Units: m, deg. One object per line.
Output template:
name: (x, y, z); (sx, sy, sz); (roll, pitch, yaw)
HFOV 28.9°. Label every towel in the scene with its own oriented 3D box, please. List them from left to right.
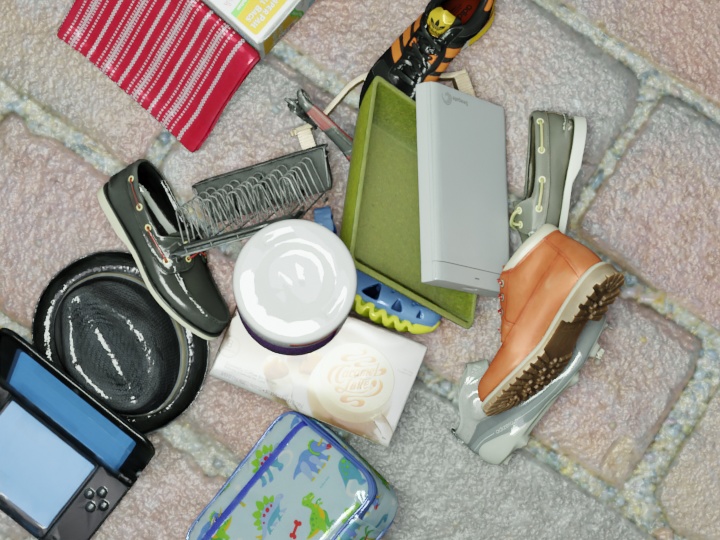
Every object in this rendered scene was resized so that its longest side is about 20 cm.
towel: (-0.211, -0.233, 1.446); (0.200, 0.022, 0.145); (41, 121, 0)

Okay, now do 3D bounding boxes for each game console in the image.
game console: (-0.331, 0.181, 1.435); (0.200, 0.116, 0.176); (39, 90, 0)

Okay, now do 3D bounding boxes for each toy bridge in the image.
toy bridge: (0.019, -0.177, 1.479); (0.199, 0.027, 0.068); (-19, 88, 0)

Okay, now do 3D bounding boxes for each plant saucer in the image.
plant saucer: (0.048, -0.061, 1.405); (0.048, 0.200, 0.201); (-10, 63, 40)

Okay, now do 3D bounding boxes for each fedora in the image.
fedora: (-0.254, 0.077, 1.446); (0.199, 0.092, 0.202); (0, 90, -1)

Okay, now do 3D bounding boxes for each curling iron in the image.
curling iron: (-0.001, -0.122, 1.450); (0.200, 0.050, 0.026); (39, 101, -20)

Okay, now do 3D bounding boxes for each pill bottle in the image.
pill bottle: (-0.063, 0.022, 1.315); (0.111, 0.200, 0.112); (1, 82, -4)

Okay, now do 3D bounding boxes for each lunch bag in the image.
lunch bag: (-0.075, 0.257, 1.429); (0.200, 0.082, 0.161); (-49, 54, 0)

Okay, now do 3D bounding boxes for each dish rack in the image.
dish rack: (-0.112, -0.065, 1.387); (0.153, 0.200, 0.055); (-17, 102, 15)

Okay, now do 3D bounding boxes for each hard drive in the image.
hard drive: (0.106, -0.080, 1.421); (0.027, 0.132, 0.201); (-10, 76, 39)

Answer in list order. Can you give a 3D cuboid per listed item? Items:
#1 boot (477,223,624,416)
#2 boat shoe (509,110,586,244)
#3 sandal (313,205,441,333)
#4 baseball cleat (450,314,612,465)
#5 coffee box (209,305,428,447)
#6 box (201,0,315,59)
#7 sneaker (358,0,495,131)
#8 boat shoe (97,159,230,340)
boot: (0.167, 0.050, 1.406); (0.107, 0.075, 0.200); (44, 109, 28)
boat shoe: (0.188, -0.067, 1.460); (0.060, 0.072, 0.203); (12, 86, -1)
sandal: (0.000, 0.000, 1.458); (0.199, 0.079, 0.087); (29, 87, -2)
baseball cleat: (0.171, 0.106, 1.461); (0.106, 0.070, 0.200); (36, 89, -1)
coffee box: (-0.044, 0.093, 1.453); (0.199, 0.080, 0.115); (23, 88, 0)
box: (-0.142, -0.325, 1.434); (0.200, 0.112, 0.101); (42, 89, -1)
sneaker: (0.066, -0.231, 1.427); (0.070, 0.090, 0.200); (38, 77, 10)
boat shoe: (-0.195, -0.021, 1.449); (0.063, 0.074, 0.202); (-35, 86, 25)
